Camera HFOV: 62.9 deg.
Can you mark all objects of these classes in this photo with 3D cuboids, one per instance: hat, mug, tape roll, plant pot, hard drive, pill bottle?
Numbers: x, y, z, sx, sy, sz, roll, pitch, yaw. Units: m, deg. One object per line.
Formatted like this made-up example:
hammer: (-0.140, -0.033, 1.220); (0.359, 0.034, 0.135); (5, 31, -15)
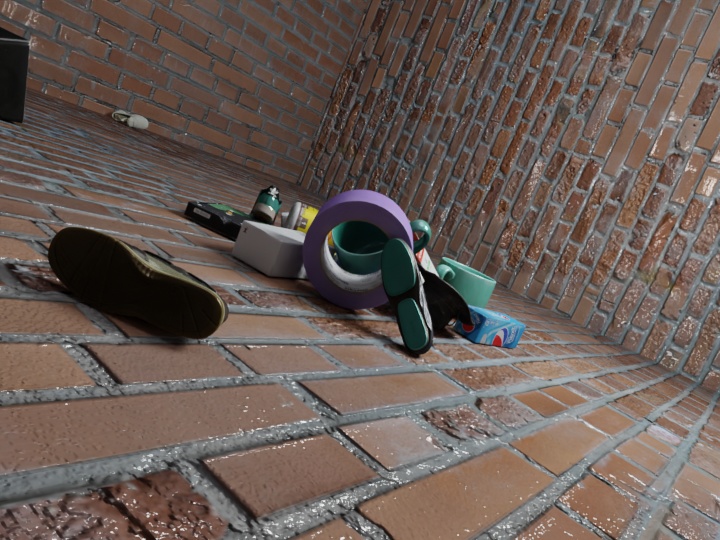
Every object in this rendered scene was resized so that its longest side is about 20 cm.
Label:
hat: (0.145, 0.069, 1.228); (0.201, 0.081, 0.201); (45, -6, 6)
mug: (0.038, -0.044, 1.199); (0.183, 0.153, 0.115); (21, -32, 28)
tape roll: (-0.002, -0.038, 1.069); (0.198, 0.202, 0.085); (23, 22, -3)
plant pot: (-0.938, -0.487, 1.419); (0.198, 0.203, 0.176); (29, 23, 32)
mug: (0.242, 0.045, 1.512); (0.183, 0.116, 0.152); (21, 9, -15)
hard drive: (-0.291, -0.111, 1.328); (0.138, 0.038, 0.200); (25, 9, 6)
pill bottle: (-0.091, -0.085, 1.467); (0.198, 0.111, 0.109); (21, 9, -14)

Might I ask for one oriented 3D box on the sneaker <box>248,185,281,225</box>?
sneaker: (-0.231, -0.154, 1.464); (0.071, 0.081, 0.200); (28, -14, -13)

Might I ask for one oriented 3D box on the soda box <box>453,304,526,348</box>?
soda box: (0.301, 0.131, 1.362); (0.068, 0.065, 0.199); (31, 11, 41)

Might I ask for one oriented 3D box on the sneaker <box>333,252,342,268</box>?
sneaker: (0.000, 0.000, 1.338); (0.082, 0.075, 0.199); (26, 17, 23)

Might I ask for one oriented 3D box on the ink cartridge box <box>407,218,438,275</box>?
ink cartridge box: (0.093, -0.021, 1.314); (0.108, 0.051, 0.201); (-7, -45, 29)

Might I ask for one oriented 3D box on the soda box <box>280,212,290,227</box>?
soda box: (-0.110, -0.118, 1.551); (0.197, 0.065, 0.068); (0, 11, -8)

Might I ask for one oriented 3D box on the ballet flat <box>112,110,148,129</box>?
ballet flat: (-1.085, -0.703, 2.761); (0.198, 0.070, 0.069); (22, 8, 21)

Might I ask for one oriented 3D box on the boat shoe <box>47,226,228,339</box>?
boat shoe: (-0.233, 0.017, 0.628); (0.198, 0.074, 0.065); (28, -2, 3)

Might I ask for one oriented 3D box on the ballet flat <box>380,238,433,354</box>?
ballet flat: (0.082, 0.046, 1.001); (0.072, 0.203, 0.073); (-12, -18, -4)

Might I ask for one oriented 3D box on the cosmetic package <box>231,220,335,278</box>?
cosmetic package: (-0.144, -0.036, 1.149); (0.101, 0.072, 0.199); (27, 9, 26)
